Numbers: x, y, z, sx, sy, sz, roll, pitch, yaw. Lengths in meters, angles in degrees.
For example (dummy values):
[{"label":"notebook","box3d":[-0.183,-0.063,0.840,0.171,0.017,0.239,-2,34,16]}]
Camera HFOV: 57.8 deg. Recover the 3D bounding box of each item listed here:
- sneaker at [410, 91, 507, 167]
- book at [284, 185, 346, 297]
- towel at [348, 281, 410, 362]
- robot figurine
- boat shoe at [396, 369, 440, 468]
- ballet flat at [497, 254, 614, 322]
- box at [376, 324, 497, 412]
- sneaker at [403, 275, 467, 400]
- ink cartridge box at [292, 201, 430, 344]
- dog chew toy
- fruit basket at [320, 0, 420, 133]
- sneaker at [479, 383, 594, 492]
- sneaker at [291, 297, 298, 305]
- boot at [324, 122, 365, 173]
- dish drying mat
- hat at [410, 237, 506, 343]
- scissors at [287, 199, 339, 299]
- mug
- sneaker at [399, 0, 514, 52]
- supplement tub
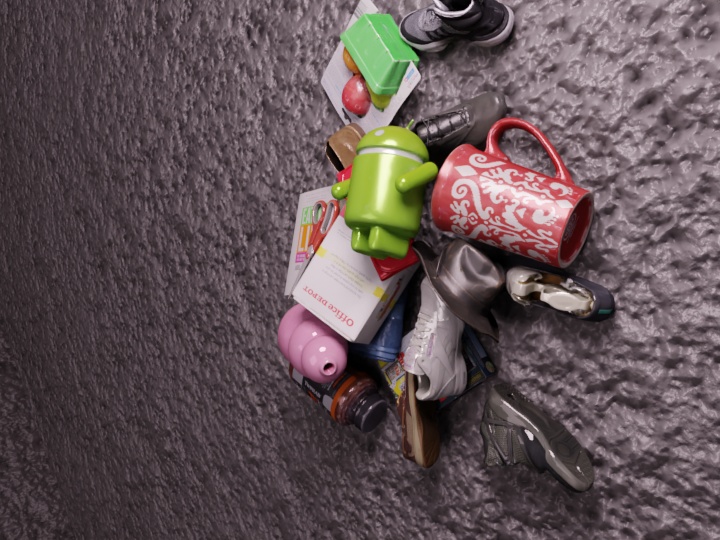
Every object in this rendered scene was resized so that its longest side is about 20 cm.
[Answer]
[{"label":"sneaker","box3d":[0.136,-0.214,1.008,0.199,0.090,0.077,-28,69,41]},{"label":"book","box3d":[-0.079,-0.050,1.230,0.132,0.048,0.204,-4,75,46]},{"label":"towel","box3d":[0.033,0.053,1.154,0.110,0.048,0.204,9,90,41]},{"label":"robot figurine","box3d":[0.040,-0.122,0.972,0.174,0.114,0.204,1,79,53]},{"label":"boat shoe","box3d":[0.087,0.228,1.097,0.071,0.072,0.204,4,106,41]},{"label":"ballet flat","box3d":[0.265,0.025,0.944,0.198,0.072,0.074,22,112,39]},{"label":"box","box3d":[0.125,0.165,1.122,0.200,0.037,0.138,-44,67,39]},{"label":"sneaker","box3d":[0.112,0.109,1.014,0.075,0.098,0.204,15,116,64]},{"label":"ink cartridge box","box3d":[0.000,0.000,1.092,0.144,0.083,0.202,34,93,24]},{"label":"dog chew toy","box3d":[-0.077,0.132,1.142,0.200,0.122,0.127,-134,47,-69]},{"label":"fruit basket","box3d":[0.014,-0.329,1.125,0.187,0.093,0.201,60,146,18]},{"label":"sneaker","box3d":[0.259,0.277,0.992,0.199,0.075,0.116,39,124,35]},{"label":"sneaker","box3d":[-0.073,0.016,1.265,0.109,0.067,0.202,54,131,19]},{"label":"boot","box3d":[0.011,-0.153,1.127,0.201,0.075,0.073,54,146,1]},{"label":"dish drying mat","box3d":[0.026,-0.088,1.043,0.076,0.018,0.203,-28,69,13]},{"label":"hat","box3d":[0.168,0.009,0.972,0.081,0.200,0.202,-43,67,16]},{"label":"scissors","box3d":[-0.087,-0.035,1.191,0.073,0.014,0.203,21,94,47]},{"label":"mug","box3d":[0.218,-0.107,0.921,0.198,0.133,0.180,26,126,34]},{"label":"sneaker","box3d":[0.121,-0.385,0.968,0.198,0.113,0.077,14,87,39]},{"label":"supplement tub","box3d":[-0.041,0.220,1.243,0.199,0.106,0.109,34,119,35]}]
